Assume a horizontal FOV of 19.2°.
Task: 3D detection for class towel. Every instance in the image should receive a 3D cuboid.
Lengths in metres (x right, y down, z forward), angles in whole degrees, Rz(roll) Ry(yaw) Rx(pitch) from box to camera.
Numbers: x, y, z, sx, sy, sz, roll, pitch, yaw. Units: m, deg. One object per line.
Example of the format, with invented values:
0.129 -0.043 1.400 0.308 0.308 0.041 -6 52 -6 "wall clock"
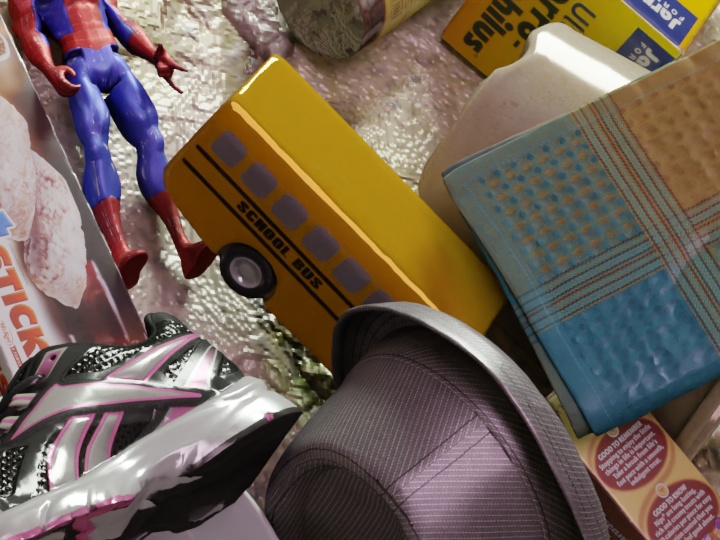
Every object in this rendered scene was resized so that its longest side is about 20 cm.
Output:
0.154 -0.027 0.949 0.199 0.022 0.148 -26 65 0 "towel"

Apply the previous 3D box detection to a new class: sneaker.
-0.120 0.077 0.839 0.086 0.081 0.199 44 37 19 "sneaker"

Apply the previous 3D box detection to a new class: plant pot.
0.130 -0.019 1.051 0.183 0.201 0.200 38 49 11 "plant pot"

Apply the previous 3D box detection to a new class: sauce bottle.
0.036 -0.183 1.169 0.065 0.065 0.200 48 50 6 "sauce bottle"

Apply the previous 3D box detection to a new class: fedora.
0.020 0.108 0.905 0.090 0.200 0.177 -33 81 -25 "fedora"

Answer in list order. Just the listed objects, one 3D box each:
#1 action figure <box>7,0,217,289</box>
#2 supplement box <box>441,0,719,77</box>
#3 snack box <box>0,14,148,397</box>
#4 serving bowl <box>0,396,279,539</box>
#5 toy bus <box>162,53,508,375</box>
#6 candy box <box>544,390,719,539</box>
-0.125 -0.091 1.036 0.065 0.052 0.201 -12 66 -28 "action figure"
0.152 -0.181 1.201 0.109 0.109 0.200 39 50 -2 "supplement box"
-0.165 -0.028 0.987 0.071 0.024 0.201 -15 69 -33 "snack box"
-0.125 0.152 0.864 0.198 0.066 0.202 14 50 -17 "serving bowl"
0.000 0.000 0.998 0.200 0.078 0.065 45 41 -5 "toy bus"
0.132 0.151 0.978 0.056 0.117 0.200 -35 82 -38 "candy box"
